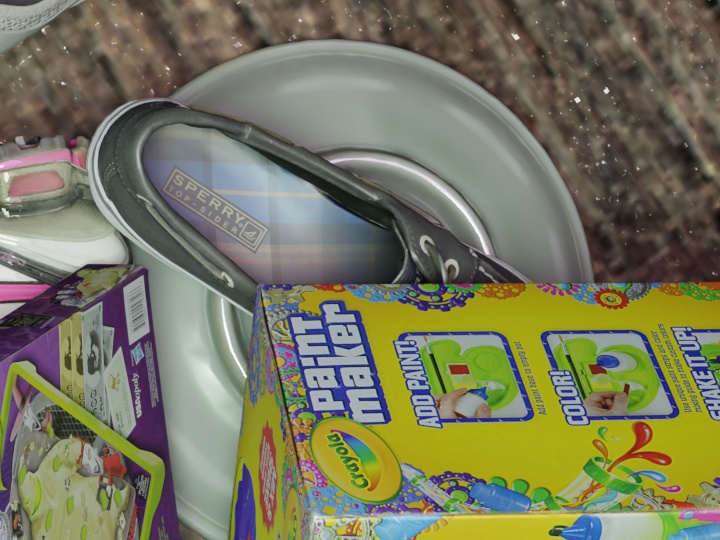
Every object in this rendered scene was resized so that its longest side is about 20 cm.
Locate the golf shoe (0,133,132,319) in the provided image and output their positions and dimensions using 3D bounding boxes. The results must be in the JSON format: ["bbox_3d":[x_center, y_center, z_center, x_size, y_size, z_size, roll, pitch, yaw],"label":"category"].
[{"bbox_3d":[-0.176,0.017,0.877,0.200,0.073,0.092,-14,87,-8],"label":"golf shoe"}]

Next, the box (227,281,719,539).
[{"bbox_3d":[0.057,0.118,0.850,0.192,0.122,0.200,0,126,-13],"label":"box"}]

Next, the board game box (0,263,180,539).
[{"bbox_3d":[-0.096,0.110,0.845,0.032,0.120,0.200,1,108,19],"label":"board game box"}]

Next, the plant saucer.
[{"bbox_3d":[-0.004,0.012,0.931,0.200,0.050,0.200,1,87,-12],"label":"plant saucer"}]

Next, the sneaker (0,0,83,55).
[{"bbox_3d":[-0.160,-0.094,0.887,0.200,0.082,0.075,-39,95,-12],"label":"sneaker"}]

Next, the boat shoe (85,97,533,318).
[{"bbox_3d":[0.000,0.000,0.870,0.200,0.066,0.070,34,81,-12],"label":"boat shoe"}]
